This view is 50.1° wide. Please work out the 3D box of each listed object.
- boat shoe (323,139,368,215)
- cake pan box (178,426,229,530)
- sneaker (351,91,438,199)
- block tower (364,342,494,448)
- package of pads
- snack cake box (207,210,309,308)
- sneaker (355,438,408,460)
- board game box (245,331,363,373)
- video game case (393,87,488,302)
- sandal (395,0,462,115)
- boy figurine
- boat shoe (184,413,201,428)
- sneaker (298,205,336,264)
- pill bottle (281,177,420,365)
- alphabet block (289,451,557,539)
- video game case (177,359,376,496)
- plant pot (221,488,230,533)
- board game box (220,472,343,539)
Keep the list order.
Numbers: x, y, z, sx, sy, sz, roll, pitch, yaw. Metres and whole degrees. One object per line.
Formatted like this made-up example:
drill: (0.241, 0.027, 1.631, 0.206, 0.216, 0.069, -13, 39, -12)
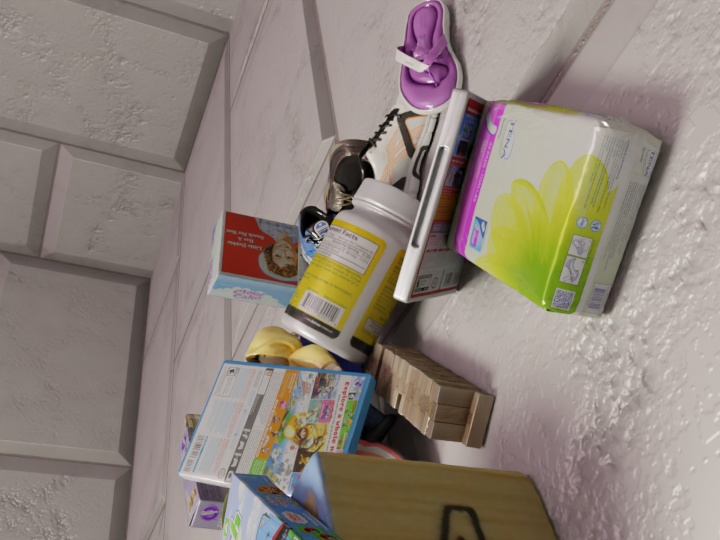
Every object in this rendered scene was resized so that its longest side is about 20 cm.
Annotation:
boat shoe: (-0.011, -0.115, 1.095, 0.200, 0.074, 0.074, 104, 164, -67)
cake pan box: (-0.166, 0.307, 1.129, 0.052, 0.184, 0.200, -69, 22, 12)
sneaker: (0.044, -0.165, 0.989, 0.074, 0.080, 0.201, -177, 100, -71)
block tower: (0.064, 0.125, 0.814, 0.200, 0.058, 0.054, -158, 81, -68)
package of pads: (0.156, -0.064, 0.662, 0.200, 0.068, 0.155, -136, 59, -65)
snack cake box: (-0.123, -0.008, 1.161, 0.067, 0.199, 0.115, 130, 146, -52)
sneaker: (-0.018, 0.221, 0.830, 0.200, 0.087, 0.074, 25, 145, 30)
board game box: (-0.084, 0.179, 1.065, 0.200, 0.097, 0.160, -25, 61, 58)
video game case: (0.093, -0.069, 0.763, 0.017, 0.143, 0.201, 21, 101, 24)
sandal: (0.076, -0.273, 0.958, 0.082, 0.050, 0.203, -21, 50, 22)
boy figurine: (-0.050, 0.135, 0.911, 0.064, 0.200, 0.124, -46, -11, -31)
boat shoe: (-0.389, 0.429, 1.800, 0.072, 0.065, 0.201, 126, 148, -47)
sneaker: (-0.043, -0.023, 1.065, 0.200, 0.078, 0.089, 50, 166, 46)
pill bottle: (0.000, 0.000, 0.917, 0.200, 0.114, 0.114, -61, 21, -5)
alphabet block: (0.038, 0.281, 0.597, 0.197, 0.199, 0.196, -106, 35, -50)
video game case: (-0.092, 0.171, 0.837, 0.199, 0.018, 0.143, 1, 56, 29)
plant pot: (-0.061, 0.341, 0.865, 0.201, 0.200, 0.193, -108, 24, -52)
board game box: (-0.070, 0.246, 0.563, 0.200, 0.036, 0.152, 174, 107, -69)
